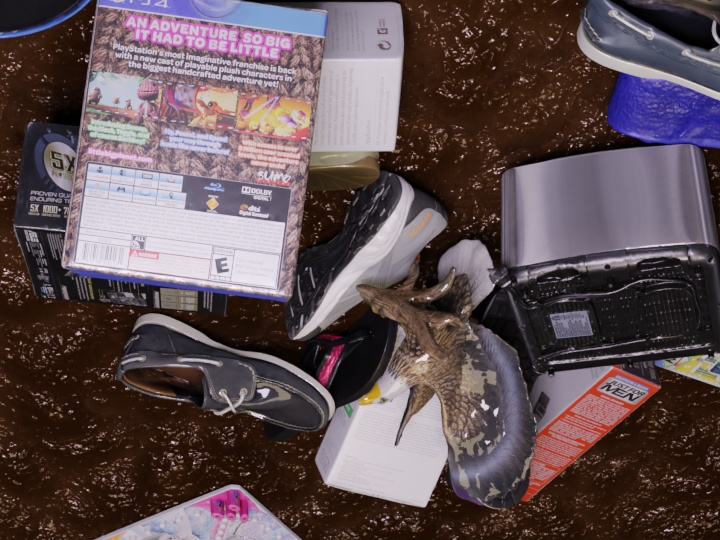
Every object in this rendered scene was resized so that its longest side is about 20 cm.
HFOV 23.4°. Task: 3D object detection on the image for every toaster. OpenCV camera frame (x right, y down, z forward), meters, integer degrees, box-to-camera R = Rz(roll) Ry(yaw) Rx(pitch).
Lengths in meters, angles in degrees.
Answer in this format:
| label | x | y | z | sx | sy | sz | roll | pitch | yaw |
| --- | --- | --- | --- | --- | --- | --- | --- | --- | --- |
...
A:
| label | x | y | z | sx | sy | sz | roll | pitch | yaw |
| --- | --- | --- | --- | --- | --- | --- | --- | --- | --- |
| toaster | 0.209 | -0.007 | 1.455 | 0.180 | 0.119 | 0.200 | -8 | 149 | 12 |

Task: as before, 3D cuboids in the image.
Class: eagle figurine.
| label | x | y | z | sx | sy | sz | roll | pitch | yaw |
| --- | --- | --- | --- | --- | --- | --- | --- | --- | --- |
| eagle figurine | 0.066 | 0.085 | 1.491 | 0.150 | 0.152 | 0.200 | -12 | 137 | 21 |

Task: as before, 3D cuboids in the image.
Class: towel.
| label | x | y | z | sx | sy | sz | roll | pitch | yaw |
| --- | --- | --- | --- | --- | --- | --- | --- | --- | --- |
| towel | 0.283 | -0.176 | 1.356 | 0.147 | 0.050 | 0.201 | 0 | 137 | -7 |

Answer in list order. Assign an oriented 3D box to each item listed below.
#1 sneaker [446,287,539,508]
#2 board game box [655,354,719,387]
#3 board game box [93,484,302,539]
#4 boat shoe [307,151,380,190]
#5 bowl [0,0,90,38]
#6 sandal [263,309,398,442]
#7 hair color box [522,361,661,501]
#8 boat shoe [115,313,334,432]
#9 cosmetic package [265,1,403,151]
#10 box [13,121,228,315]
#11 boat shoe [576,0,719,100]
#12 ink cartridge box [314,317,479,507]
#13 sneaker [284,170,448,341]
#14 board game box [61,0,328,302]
| label | x | y | z | sx | sy | sz | roll | pitch | yaw |
| --- | --- | --- | --- | --- | --- | --- | --- | --- | --- |
| sneaker | 0.110 | 0.112 | 1.590 | 0.075 | 0.201 | 0.087 | 10 | 176 | -28 |
| board game box | 0.366 | 0.033 | 1.608 | 0.134 | 0.029 | 0.200 | 18 | 133 | -24 |
| board game box | -0.162 | 0.319 | 1.871 | 0.199 | 0.026 | 0.200 | -24 | 134 | 19 |
| boat shoe | -0.084 | -0.101 | 1.404 | 0.199 | 0.063 | 0.073 | -2 | 164 | 6 |
| bowl | -0.260 | -0.235 | 1.169 | 0.199 | 0.040 | 0.201 | -2 | 141 | -2 |
| sandal | -0.037 | 0.096 | 1.605 | 0.045 | 0.075 | 0.200 | 26 | 132 | -31 |
| hair color box | 0.183 | 0.112 | 1.616 | 0.064 | 0.111 | 0.200 | 22 | 130 | -28 |
| boat shoe | -0.122 | 0.107 | 1.571 | 0.199 | 0.068 | 0.072 | 20 | 131 | 1 |
| cosmetic package | -0.069 | -0.148 | 1.337 | 0.199 | 0.074 | 0.102 | 1 | 138 | -3 |
| box | -0.179 | -0.037 | 1.371 | 0.163 | 0.087 | 0.200 | 5 | 163 | -3 |
| boat shoe | 0.261 | -0.174 | 1.280 | 0.199 | 0.075 | 0.062 | 15 | 148 | 1 |
| ink cartridge box | 0.045 | 0.118 | 1.640 | 0.108 | 0.050 | 0.201 | 16 | 108 | -21 |
| sneaker | 0.000 | 0.000 | 1.506 | 0.079 | 0.074 | 0.200 | 19 | 132 | -32 |
| board game box | -0.114 | -0.087 | 1.224 | 0.159 | 0.201 | 0.097 | 8 | 177 | -3 |
